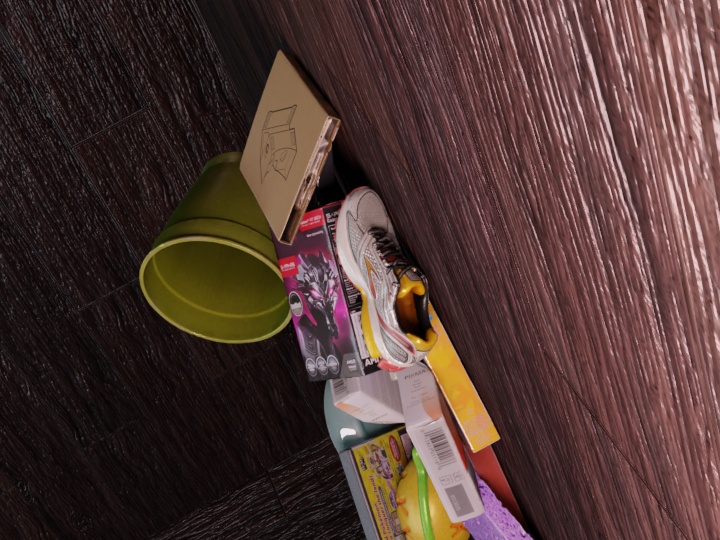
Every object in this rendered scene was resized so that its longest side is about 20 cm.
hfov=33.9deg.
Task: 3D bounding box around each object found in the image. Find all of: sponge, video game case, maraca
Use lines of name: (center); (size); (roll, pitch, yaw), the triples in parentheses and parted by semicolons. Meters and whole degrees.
sponge: (0.175, 0.330, 1.450); (0.200, 0.030, 0.112); (50, 160, 24)
video game case: (0.065, 0.325, 1.660); (0.180, 0.025, 0.203); (-14, -96, -49)
video game case: (-0.056, -0.088, 1.517); (0.181, 0.025, 0.203); (-129, 33, -73)
maraca: (0.098, 0.295, 1.595); (0.137, 0.105, 0.203); (-43, -55, -74)

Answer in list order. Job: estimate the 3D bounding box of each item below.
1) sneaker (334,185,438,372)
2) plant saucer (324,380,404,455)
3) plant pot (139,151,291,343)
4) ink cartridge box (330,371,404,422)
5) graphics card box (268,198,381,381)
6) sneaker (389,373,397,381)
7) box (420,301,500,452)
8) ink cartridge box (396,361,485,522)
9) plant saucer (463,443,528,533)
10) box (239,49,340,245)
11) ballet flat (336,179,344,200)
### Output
sneaker: (0.035, 0.003, 1.276); (0.082, 0.077, 0.203); (-25, 82, 49)
plant saucer: (0.031, 0.205, 1.721); (0.036, 0.200, 0.202); (-20, 100, 41)
plant pot: (-0.167, -0.045, 1.537); (0.202, 0.197, 0.195); (66, -154, -45)
ink cartridge box: (0.020, 0.142, 1.671); (0.200, 0.050, 0.164); (39, -148, -49)
graphics card box: (-0.036, 0.026, 1.393); (0.125, 0.050, 0.203); (-12, 94, 54)
sneaker: (0.051, 0.089, 1.577); (0.200, 0.069, 0.101); (95, 149, -82)
box: (0.092, 0.108, 1.380); (0.202, 0.041, 0.119); (61, 176, -2)
ink cartridge box: (0.089, 0.166, 1.376); (0.201, 0.049, 0.163); (-94, -17, -54)
plant saucer: (0.155, 0.253, 1.559); (0.201, 0.036, 0.200); (64, 177, -24)
box: (-0.089, -0.149, 1.402); (0.165, 0.021, 0.201); (-67, 30, 23)
ballet flat: (-0.065, -0.132, 1.651); (0.072, 0.071, 0.203); (-130, 20, -73)
